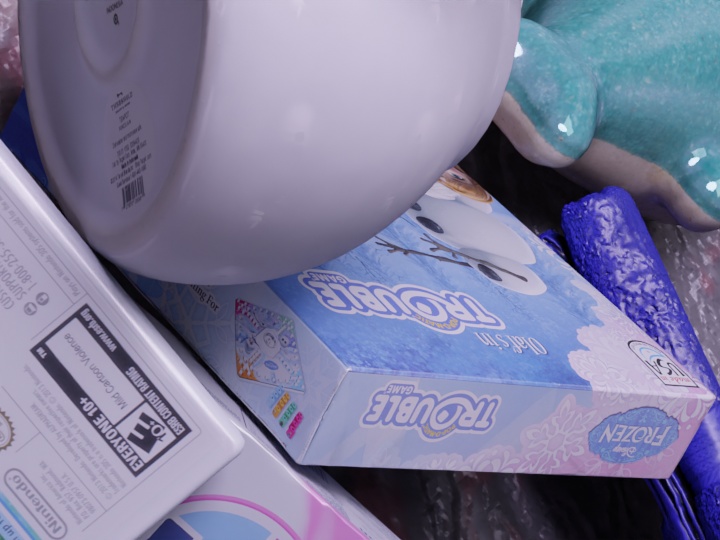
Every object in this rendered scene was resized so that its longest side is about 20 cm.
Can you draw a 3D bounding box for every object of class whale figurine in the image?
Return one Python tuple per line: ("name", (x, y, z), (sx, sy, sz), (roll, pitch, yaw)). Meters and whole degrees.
("whale figurine", (0.114, -0.089, 1.138), (0.159, 0.104, 0.200), (50, 23, 18))

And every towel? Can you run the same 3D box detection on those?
("towel", (0.129, 0.071, 1.090), (0.148, 0.049, 0.201), (52, 14, -77))

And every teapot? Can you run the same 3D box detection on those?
("teapot", (-0.012, -0.089, 0.838), (0.146, 0.198, 0.200), (-2, 35, -26))

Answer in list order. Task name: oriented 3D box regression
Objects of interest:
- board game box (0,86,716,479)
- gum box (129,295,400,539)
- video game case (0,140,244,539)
("board game box", (0.000, 0.000, 0.978), (0.200, 0.043, 0.199), (7, 30, -47))
("gum box", (-0.055, 0.107, 0.889), (0.200, 0.114, 0.066), (43, 3, -12))
("video game case", (-0.167, 0.034, 0.824), (0.200, 0.182, 0.024), (51, 2, -4))
